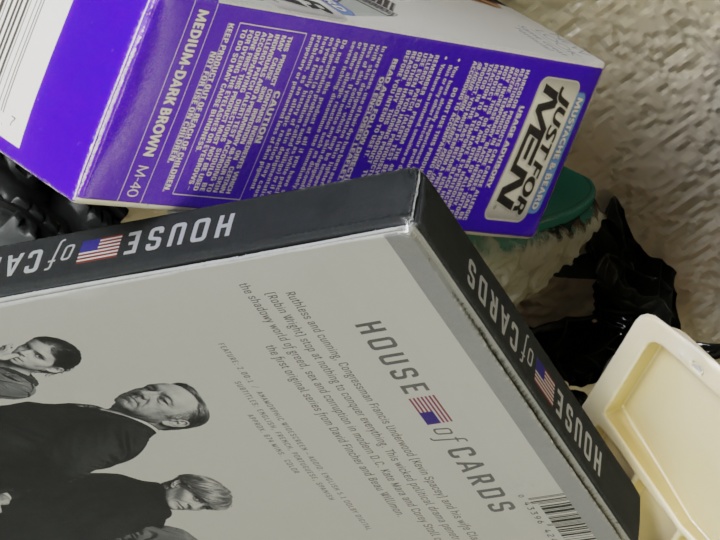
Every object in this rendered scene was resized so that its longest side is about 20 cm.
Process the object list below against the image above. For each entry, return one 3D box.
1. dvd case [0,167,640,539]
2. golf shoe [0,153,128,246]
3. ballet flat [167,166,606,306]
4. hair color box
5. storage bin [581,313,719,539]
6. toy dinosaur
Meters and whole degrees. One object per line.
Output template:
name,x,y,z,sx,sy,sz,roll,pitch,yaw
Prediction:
dvd case,-0.042,0.041,0.769,0.199,0.025,0.150,-10,139,25
golf shoe,-0.155,-0.021,0.784,0.094,0.078,0.200,-39,120,22
ballet flat,0.000,0.000,0.870,0.200,0.072,0.072,-10,140,-53
hair color box,-0.035,-0.062,0.786,0.200,0.109,0.065,5,113,-53
storage bin,0.153,0.062,0.856,0.199,0.094,0.199,-22,153,-32
toy dinosaur,0.052,0.051,0.979,0.135,0.103,0.200,-32,151,30
